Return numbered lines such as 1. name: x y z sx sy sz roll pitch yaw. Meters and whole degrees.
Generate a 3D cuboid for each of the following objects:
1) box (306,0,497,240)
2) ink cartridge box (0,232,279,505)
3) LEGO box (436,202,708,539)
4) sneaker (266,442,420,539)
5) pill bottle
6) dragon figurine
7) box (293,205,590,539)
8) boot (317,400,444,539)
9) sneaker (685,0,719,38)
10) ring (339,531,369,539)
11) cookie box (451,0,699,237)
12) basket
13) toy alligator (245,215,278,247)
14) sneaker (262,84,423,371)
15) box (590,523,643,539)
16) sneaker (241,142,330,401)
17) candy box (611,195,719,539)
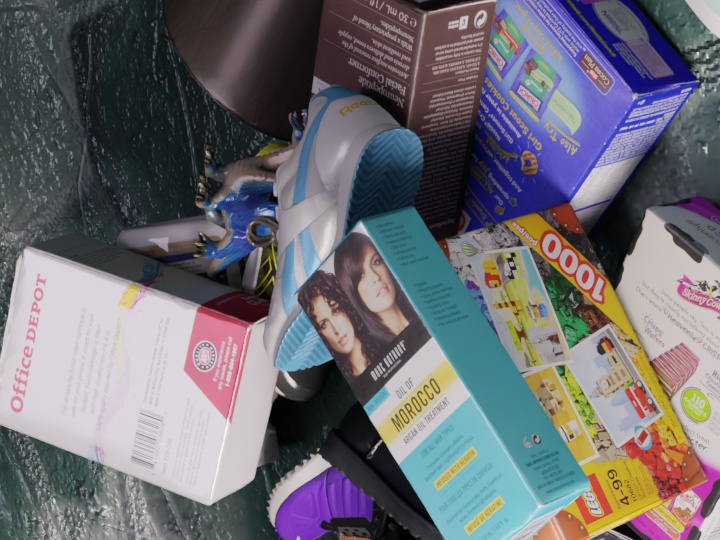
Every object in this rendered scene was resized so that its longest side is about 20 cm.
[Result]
1. box: 0.020 -0.101 1.458 0.100 0.075 0.202 31 125 39
2. ink cartridge box: -0.167 0.071 1.647 0.199 0.086 0.149 20 106 21
3. LEGO box: 0.106 0.074 1.358 0.077 0.148 0.201 -36 76 45
4. sneaker: 0.004 0.175 1.628 0.200 0.069 0.100 -47 66 43
5. pill bottle: -0.125 0.058 1.737 0.115 0.115 0.202 -4 95 48
6. dragon figurine: -0.069 -0.038 1.587 0.201 0.098 0.059 97 -178 -49
7. box: 0.046 0.068 1.275 0.201 0.049 0.082 57 133 16
8. boot: 0.079 0.104 1.486 0.200 0.076 0.169 36 96 37
9. sneaker: 0.207 -0.245 1.325 0.201 0.074 0.119 48 138 17
10. ring: 0.056 0.227 1.648 0.200 0.019 0.202 15 111 45
11. cookie box: 0.110 -0.111 1.464 0.172 0.075 0.200 54 134 24
12. basket: -0.037 -0.228 1.564 0.200 0.135 0.181 -54 50 35
13. toy alligator: 0.000 0.000 1.569 0.059 0.199 0.054 -47 25 25
14. sneaker: -0.021 -0.024 1.425 0.081 0.076 0.201 45 126 39
15. box: 0.151 0.256 1.513 0.161 0.049 0.202 22 114 38
16. sneaker: -0.045 0.003 1.665 0.084 0.074 0.202 3 102 47
17. candy box: 0.213 0.073 1.404 0.136 0.061 0.201 43 129 32
